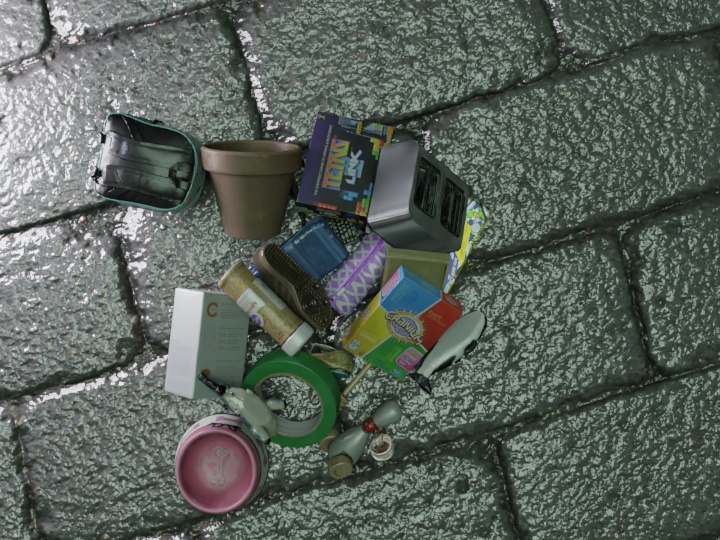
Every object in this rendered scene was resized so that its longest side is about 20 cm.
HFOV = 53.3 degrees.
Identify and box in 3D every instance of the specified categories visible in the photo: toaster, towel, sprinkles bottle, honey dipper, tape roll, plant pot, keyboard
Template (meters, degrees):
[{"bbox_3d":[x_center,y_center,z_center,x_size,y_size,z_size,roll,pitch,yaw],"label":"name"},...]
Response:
[{"bbox_3d":[0.107,-0.127,1.380,0.180,0.117,0.203,31,62,-39],"label":"toaster"},{"bbox_3d":[-0.128,-0.012,1.458,0.199,0.049,0.112,-38,113,4],"label":"towel"},{"bbox_3d":[-0.180,0.073,1.373,0.200,0.068,0.068,44,89,2],"label":"sprinkles bottle"},{"bbox_3d":[0.000,0.216,1.476,0.038,0.038,0.200,41,88,0],"label":"honey dipper"},{"bbox_3d":[-0.139,0.256,1.426,0.196,0.048,0.204,4,114,9],"label":"tape roll"},{"bbox_3d":[-0.215,-0.159,1.417,0.196,0.201,0.178,3,106,0],"label":"plant pot"},{"bbox_3d":[-0.081,-0.140,1.489,0.125,0.021,0.203,-19,89,-1],"label":"keyboard"}]

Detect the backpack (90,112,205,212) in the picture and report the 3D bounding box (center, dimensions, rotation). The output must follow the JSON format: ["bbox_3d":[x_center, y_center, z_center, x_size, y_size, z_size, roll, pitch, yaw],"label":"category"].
[{"bbox_3d":[-0.404,-0.204,1.420,0.196,0.153,0.179,13,91,9],"label":"backpack"}]

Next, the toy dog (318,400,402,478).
[{"bbox_3d":[0.011,0.347,1.442,0.198,0.096,0.134,-21,47,27],"label":"toy dog"}]

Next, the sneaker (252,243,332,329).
[{"bbox_3d":[-0.133,0.033,1.403,0.070,0.075,0.201,-43,101,-33],"label":"sneaker"}]

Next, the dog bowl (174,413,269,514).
[{"bbox_3d":[-0.286,0.398,1.453,0.196,0.074,0.204,0,89,-1],"label":"dog bowl"}]

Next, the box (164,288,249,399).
[{"bbox_3d":[-0.300,0.143,1.416,0.096,0.123,0.204,5,88,40],"label":"box"}]

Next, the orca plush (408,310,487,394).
[{"bbox_3d":[0.193,0.174,1.460,0.201,0.104,0.071,-53,131,-23],"label":"orca plush"}]

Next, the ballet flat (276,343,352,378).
[{"bbox_3d":[-0.112,0.180,1.466,0.196,0.071,0.072,4,89,2],"label":"ballet flat"}]

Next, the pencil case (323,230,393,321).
[{"bbox_3d":[0.000,0.000,1.455,0.084,0.086,0.201,38,87,20],"label":"pencil case"}]

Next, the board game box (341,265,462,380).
[{"bbox_3d":[0.080,0.106,1.405,0.152,0.041,0.201,30,115,-21],"label":"board game box"}]

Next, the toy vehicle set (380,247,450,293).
[{"bbox_3d":[0.100,0.047,1.421,0.122,0.027,0.202,6,129,-3],"label":"toy vehicle set"}]

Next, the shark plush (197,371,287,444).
[{"bbox_3d":[-0.235,0.268,1.367,0.199,0.083,0.092,31,59,-30],"label":"shark plush"}]

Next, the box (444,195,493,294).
[{"bbox_3d":[0.191,-0.051,1.468,0.069,0.064,0.202,29,88,0],"label":"box"}]

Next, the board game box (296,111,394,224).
[{"bbox_3d":[-0.029,-0.206,1.447,0.162,0.057,0.204,11,75,0],"label":"board game box"}]
